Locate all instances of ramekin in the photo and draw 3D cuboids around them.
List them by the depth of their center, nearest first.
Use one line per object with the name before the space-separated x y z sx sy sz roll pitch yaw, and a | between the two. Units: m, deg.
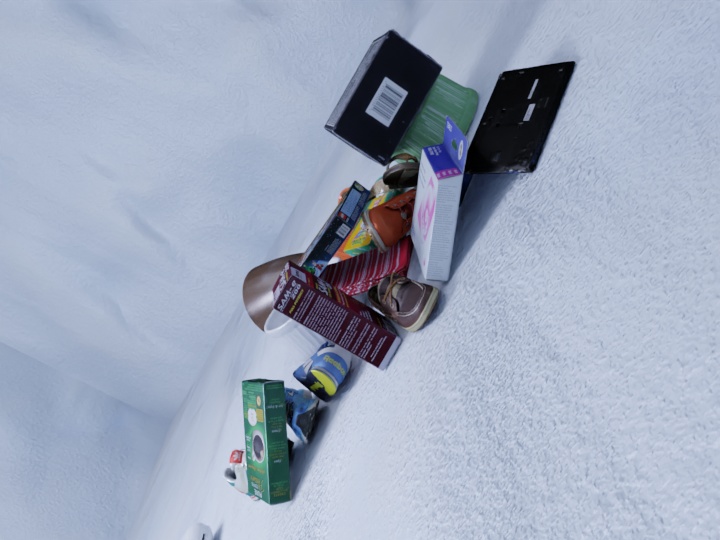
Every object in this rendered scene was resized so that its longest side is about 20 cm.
ramekin | 0.130 -0.279 1.385 0.202 0.096 0.201 -57 14 21
ramekin | -0.083 0.079 1.393 0.199 0.098 0.201 -40 14 12

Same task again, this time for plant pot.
plant pot | -0.156 0.037 1.754 0.198 0.186 0.190 -30 31 40

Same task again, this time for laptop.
laptop | 0.220 -0.191 1.056 0.198 0.103 0.180 6 67 49

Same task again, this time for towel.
towel | 0.000 0.000 1.247 0.196 0.023 0.145 -19 23 19

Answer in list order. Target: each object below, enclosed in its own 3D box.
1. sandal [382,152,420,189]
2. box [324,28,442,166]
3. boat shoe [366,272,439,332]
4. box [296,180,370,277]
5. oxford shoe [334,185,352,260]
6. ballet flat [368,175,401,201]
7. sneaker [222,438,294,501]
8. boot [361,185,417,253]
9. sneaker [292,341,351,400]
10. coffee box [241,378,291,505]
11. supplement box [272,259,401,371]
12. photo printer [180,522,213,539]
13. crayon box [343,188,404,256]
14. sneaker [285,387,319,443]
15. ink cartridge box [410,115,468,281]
sandal | 0.081 -0.181 1.299 0.200 0.079 0.056 -17 -76 -85
box | 0.036 -0.314 1.330 0.203 0.122 0.199 -58 14 7
boat shoe | 0.056 0.041 1.086 0.073 0.071 0.200 -62 13 -5
box | -0.061 -0.046 1.255 0.201 0.037 0.137 -52 9 32
oxford shoe | -0.015 -0.088 1.592 0.073 0.070 0.205 -39 -37 -60
ballet flat | 0.048 -0.156 1.576 0.200 0.069 0.067 146 124 -69
sneaker | -0.200 0.368 1.374 0.200 0.092 0.071 -50 17 42
boot | 0.067 -0.097 1.230 0.106 0.076 0.200 -29 9 22
sneaker | -0.064 0.178 1.291 0.083 0.073 0.200 -56 10 -21
coffee box | -0.166 0.294 1.264 0.122 0.043 0.206 -13 80 62
supplement box | -0.039 0.068 1.119 0.062 0.197 0.109 -58 14 7
photo printer | -0.383 0.658 1.552 0.202 0.068 0.167 -58 14 20
crayon box | 0.037 -0.083 1.441 0.121 0.057 0.200 -64 13 -10
sneaker | -0.130 0.256 1.311 0.200 0.088 0.080 175 110 -77
ink cartridge box | 0.113 -0.115 1.082 0.197 0.042 0.205 -96 10 -69
